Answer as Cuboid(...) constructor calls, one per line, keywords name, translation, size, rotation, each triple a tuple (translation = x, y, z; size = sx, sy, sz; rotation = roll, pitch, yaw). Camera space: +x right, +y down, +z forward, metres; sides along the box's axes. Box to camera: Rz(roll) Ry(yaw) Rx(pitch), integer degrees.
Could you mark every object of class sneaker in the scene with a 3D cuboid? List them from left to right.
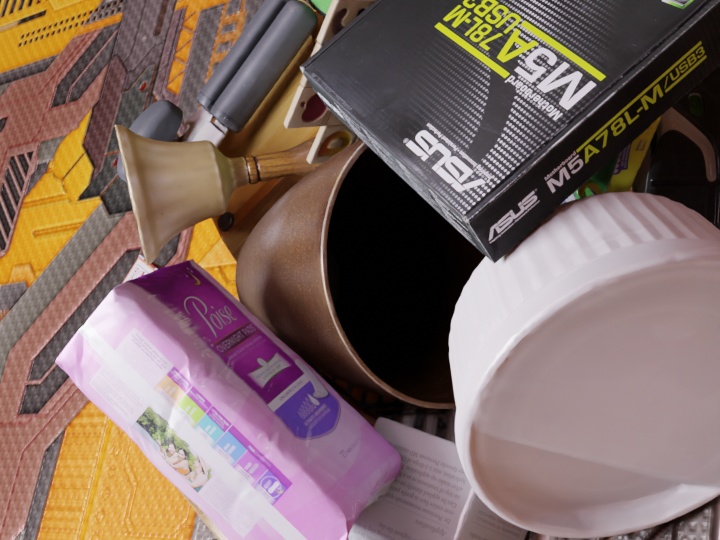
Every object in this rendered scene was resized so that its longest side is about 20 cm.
Cuboid(name="sneaker", translation=(0.197, -0.072, 0.829), size=(0.115, 0.075, 0.202), rotation=(147, 119, -78))

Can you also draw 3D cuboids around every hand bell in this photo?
Cuboid(name="hand bell", translation=(-0.074, -0.077, 0.950), size=(0.198, 0.105, 0.105), rotation=(-13, 50, -9))

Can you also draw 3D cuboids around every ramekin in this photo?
Cuboid(name="ramekin", translation=(0.140, 0.048, 0.718), size=(0.202, 0.202, 0.095), rotation=(-42, 35, 17))

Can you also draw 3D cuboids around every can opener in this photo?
Cuboid(name="can opener", translation=(-0.118, -0.143, 1.022), size=(0.201, 0.067, 0.053), rotation=(-54, 45, 5))

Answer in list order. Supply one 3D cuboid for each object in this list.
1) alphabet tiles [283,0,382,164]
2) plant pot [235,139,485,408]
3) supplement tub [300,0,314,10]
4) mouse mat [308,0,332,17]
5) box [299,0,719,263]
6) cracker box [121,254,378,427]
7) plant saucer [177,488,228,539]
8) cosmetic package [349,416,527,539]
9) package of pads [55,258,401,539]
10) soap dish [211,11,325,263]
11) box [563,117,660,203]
Cuboid(name="alphabet tiles", translation=(0.043, -0.143, 0.874), size=(0.006, 0.199, 0.167), rotation=(52, 133, 31))
Cuboid(name="plant pot", translation=(0.000, 0.000, 0.897), size=(0.199, 0.186, 0.188), rotation=(-7, 63, 56))
Cuboid(name="supplement tub", translation=(0.002, -0.286, 1.053), size=(0.199, 0.145, 0.146), rotation=(15, 78, 46))
Cuboid(name="mouse mat", translation=(0.048, -0.226, 0.938), size=(0.008, 0.160, 0.200), rotation=(-48, -8, -41))
Cuboid(name="box", translation=(0.087, -0.127, 0.739), size=(0.193, 0.048, 0.200), rotation=(-39, 45, -3))
Cuboid(name="cracker box", translation=(-0.087, 0.073, 0.947), size=(0.200, 0.134, 0.058), rotation=(35, 92, 47))
Cuboid(name="plant saucer", translation=(-0.098, 0.149, 0.892), size=(0.035, 0.201, 0.200), rotation=(-38, 41, -17))
Cuboid(name="cosmetic package", translation=(0.028, 0.207, 0.814), size=(0.101, 0.071, 0.201), rotation=(14, 78, 46))
Cuboid(name="package of pads", translation=(-0.074, 0.087, 0.770), size=(0.200, 0.120, 0.076), rotation=(43, 108, 5))
Cuboid(name="soap dish", translation=(-0.054, -0.105, 1.052), size=(0.200, 0.081, 0.158), rotation=(-43, 45, 14))
Cuboid(name="box", translation=(0.138, -0.114, 0.810), size=(0.118, 0.048, 0.201), rotation=(104, 165, -48))
